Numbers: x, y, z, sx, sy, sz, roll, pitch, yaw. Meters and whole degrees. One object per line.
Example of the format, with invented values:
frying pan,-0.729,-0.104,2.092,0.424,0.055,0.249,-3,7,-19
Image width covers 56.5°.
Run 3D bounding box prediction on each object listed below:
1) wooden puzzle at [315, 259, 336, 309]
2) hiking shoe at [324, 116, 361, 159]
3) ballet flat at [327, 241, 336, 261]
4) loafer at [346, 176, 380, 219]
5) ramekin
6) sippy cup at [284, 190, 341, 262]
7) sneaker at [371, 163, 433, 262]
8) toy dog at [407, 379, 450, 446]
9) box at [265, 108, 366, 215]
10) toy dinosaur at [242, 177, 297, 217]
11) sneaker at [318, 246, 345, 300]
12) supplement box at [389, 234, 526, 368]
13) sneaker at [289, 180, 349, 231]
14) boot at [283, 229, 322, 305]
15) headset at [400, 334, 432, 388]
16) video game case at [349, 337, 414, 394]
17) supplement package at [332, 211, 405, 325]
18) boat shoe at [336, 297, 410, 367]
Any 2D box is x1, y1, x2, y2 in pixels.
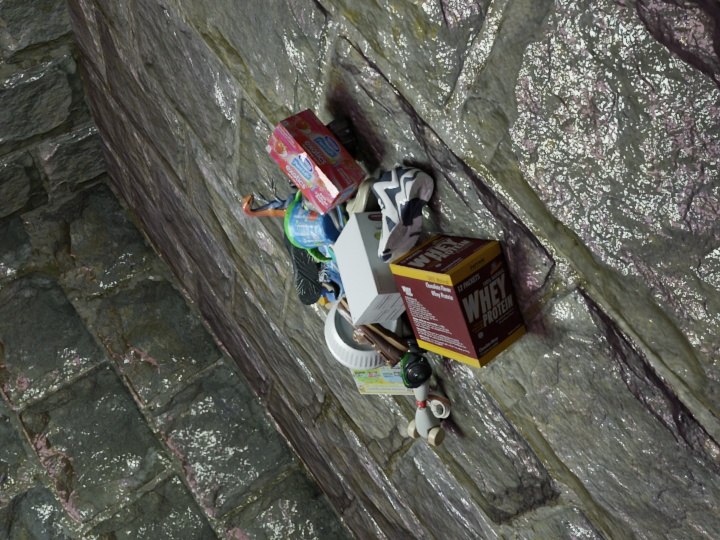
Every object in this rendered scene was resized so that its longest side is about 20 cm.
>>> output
wooden puzzle,-0.100,0.037,1.945,0.185,0.046,0.201,-4,114,62
hiking shoe,-0.061,-0.256,1.518,0.101,0.075,0.200,59,154,9
ballet flat,0.000,0.000,1.604,0.200,0.069,0.070,52,154,19
loafer,0.005,-0.144,1.518,0.068,0.076,0.201,43,152,19
ramekin,0.010,0.137,1.651,0.201,0.199,0.105,51,165,16
sippy cup,-0.101,-0.119,1.695,0.130,0.140,0.178,9,152,46
sneaker,0.066,-0.127,1.373,0.130,0.079,0.201,48,130,49
toy dog,0.183,0.357,1.737,0.131,0.096,0.201,34,133,27
box,-0.096,-0.235,1.439,0.200,0.100,0.096,50,140,5
toy dinosaur,-0.212,-0.171,1.765,0.200,0.181,0.105,50,153,17
sneaker,-0.078,-0.009,1.803,0.201,0.089,0.078,63,154,-4
supplement box,0.190,0.054,1.322,0.197,0.132,0.201,12,129,58
sneaker,-0.096,-0.161,1.600,0.200,0.083,0.071,48,-178,21
boot,-0.164,-0.023,1.897,0.168,0.076,0.202,-119,17,-66
headset,0.149,0.211,1.626,0.200,0.093,0.125,114,155,-59
video game case,0.059,0.259,1.799,0.198,0.023,0.183,-5,121,29
supplement package,0.032,-0.006,1.478,0.156,0.110,0.201,125,134,-55
boat shoe,0.019,0.146,1.540,0.200,0.070,0.070,40,-166,-4
